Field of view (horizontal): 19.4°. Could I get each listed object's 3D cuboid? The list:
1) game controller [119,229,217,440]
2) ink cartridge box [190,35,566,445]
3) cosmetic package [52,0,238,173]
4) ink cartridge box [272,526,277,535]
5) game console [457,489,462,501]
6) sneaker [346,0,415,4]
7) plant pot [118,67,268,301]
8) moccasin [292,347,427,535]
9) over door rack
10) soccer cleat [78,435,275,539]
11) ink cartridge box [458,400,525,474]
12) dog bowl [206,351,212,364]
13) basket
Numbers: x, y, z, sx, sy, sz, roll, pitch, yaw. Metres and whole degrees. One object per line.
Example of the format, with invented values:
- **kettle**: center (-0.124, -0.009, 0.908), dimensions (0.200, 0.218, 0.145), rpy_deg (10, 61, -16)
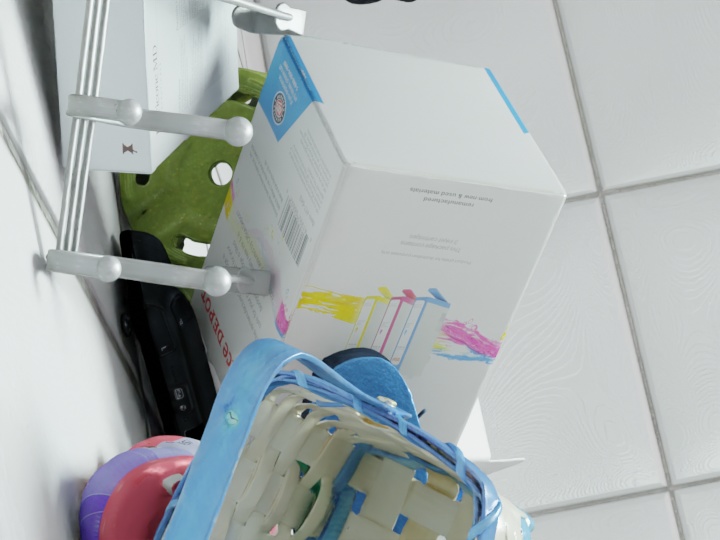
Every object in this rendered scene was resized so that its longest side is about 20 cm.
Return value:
- **game controller**: center (-0.102, 0.075, 1.177), dimensions (0.104, 0.042, 0.201), rpy_deg (-123, -162, -52)
- **ink cartridge box**: center (0.000, 0.000, 1.113), dimensions (0.129, 0.125, 0.201), rpy_deg (-115, -142, -49)
- **cosmetic package**: center (-0.105, -0.165, 1.032), dimensions (0.151, 0.051, 0.201), rpy_deg (-61, 152, -67)
- **ink cartridge box**: center (-0.053, 0.199, 1.027), dimensions (0.200, 0.066, 0.116), rpy_deg (-108, -174, -55)
- **game console**: center (0.015, 0.245, 1.527), dimensions (0.119, 0.170, 0.200), rpy_deg (63, -21, -1)
- **sneaker**: center (-0.027, -0.172, 1.005), dimensions (0.200, 0.113, 0.076), rpy_deg (4, 90, -77)
- **plant pot**: center (-0.056, -0.044, 1.274), dimensions (0.190, 0.199, 0.201), rpy_deg (29, 49, -74)
- **moccasin**: center (-0.009, 0.132, 1.073), dimensions (0.068, 0.080, 0.201), rpy_deg (-127, -144, -69)
- **over door rack**: center (-0.070, -0.064, 0.969), dimensions (0.200, 0.066, 0.148), rpy_deg (7, 91, -70)
- **soccer cleat**: center (-0.089, 0.103, 0.932), dimensions (0.067, 0.076, 0.200), rpy_deg (-67, 162, 1)
- **ink cartridge box**: center (0.001, 0.108, 1.364), dimensions (0.200, 0.117, 0.068), rpy_deg (6, 67, -47)
- **dog bowl**: center (-0.030, 0.098, 1.539), dimensions (0.200, 0.059, 0.200), rpy_deg (41, -2, 2)
- **basket**: center (-0.027, 0.127, 0.810), dimensions (0.177, 0.139, 0.200), rpy_deg (-65, 155, -3)
